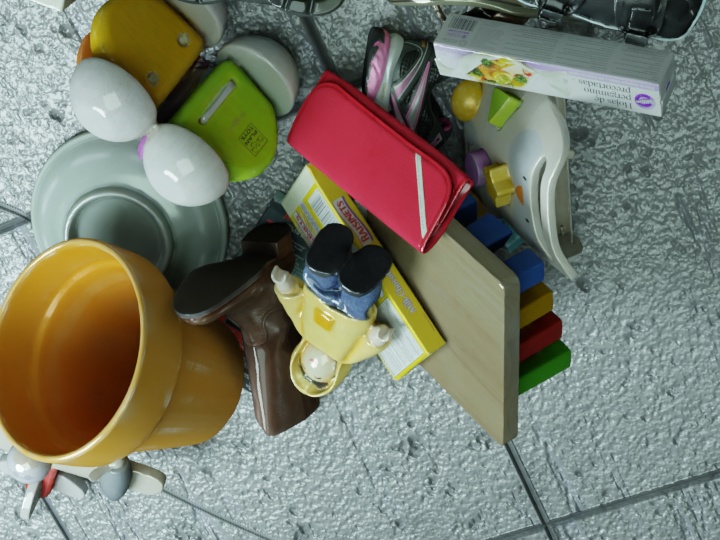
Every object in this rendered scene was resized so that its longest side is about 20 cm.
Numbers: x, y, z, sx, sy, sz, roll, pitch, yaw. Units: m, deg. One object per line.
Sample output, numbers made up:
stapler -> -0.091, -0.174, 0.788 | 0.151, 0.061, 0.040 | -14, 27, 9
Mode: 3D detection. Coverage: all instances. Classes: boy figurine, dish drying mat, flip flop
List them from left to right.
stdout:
boy figurine -> -0.029, 0.040, 1.453 | 0.124, 0.065, 0.201 | 31, 145, 9
dish drying mat -> 0.011, -0.095, 1.388 | 0.200, 0.018, 0.077 | 41, 107, 37
flip flop -> 0.119, -0.221, 1.400 | 0.198, 0.081, 0.058 | 7, 115, 0

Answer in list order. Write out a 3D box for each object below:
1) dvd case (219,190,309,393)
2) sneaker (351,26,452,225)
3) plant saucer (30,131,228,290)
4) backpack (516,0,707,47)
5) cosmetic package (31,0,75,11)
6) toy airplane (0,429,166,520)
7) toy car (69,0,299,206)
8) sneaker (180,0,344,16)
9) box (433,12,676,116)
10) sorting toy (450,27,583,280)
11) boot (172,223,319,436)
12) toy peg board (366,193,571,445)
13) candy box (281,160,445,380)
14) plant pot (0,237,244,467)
dvd case -> -0.069, 0.038, 1.589 | 0.145, 0.022, 0.201 | 31, 118, -6
sneaker -> 0.038, -0.115, 1.467 | 0.085, 0.081, 0.202 | 6, 123, -5
plant saucer -> -0.227, -0.036, 1.565 | 0.198, 0.050, 0.202 | 4, 117, 8
backpack -> 0.215, -0.303, 1.299 | 0.176, 0.151, 0.202 | 15, 120, 2
cosmetic package -> -0.250, -0.337, 1.393 | 0.072, 0.104, 0.202 | 20, 116, 1
toy airplane -> -0.320, 0.173, 1.631 | 0.198, 0.141, 0.200 | -23, 111, 19
toy car -> -0.167, -0.152, 1.453 | 0.200, 0.176, 0.150 | 41, 150, -11
sneaker -> -0.108, -0.263, 1.405 | 0.198, 0.079, 0.076 | 15, 107, -6
box -> 0.157, -0.169, 1.332 | 0.198, 0.042, 0.039 | 13, 147, 23
sorting toy -> 0.151, -0.080, 1.393 | 0.106, 0.180, 0.202 | -10, 115, -7
boot -> -0.099, 0.081, 1.504 | 0.064, 0.186, 0.202 | 8, 117, 28
toy peg board -> 0.101, 0.008, 1.438 | 0.097, 0.200, 0.200 | -28, 139, -22
candy box -> 0.000, 0.000, 1.477 | 0.026, 0.102, 0.201 | -31, 84, -20
plant pot -> -0.211, 0.089, 1.512 | 0.200, 0.202, 0.183 | -36, 149, 23
